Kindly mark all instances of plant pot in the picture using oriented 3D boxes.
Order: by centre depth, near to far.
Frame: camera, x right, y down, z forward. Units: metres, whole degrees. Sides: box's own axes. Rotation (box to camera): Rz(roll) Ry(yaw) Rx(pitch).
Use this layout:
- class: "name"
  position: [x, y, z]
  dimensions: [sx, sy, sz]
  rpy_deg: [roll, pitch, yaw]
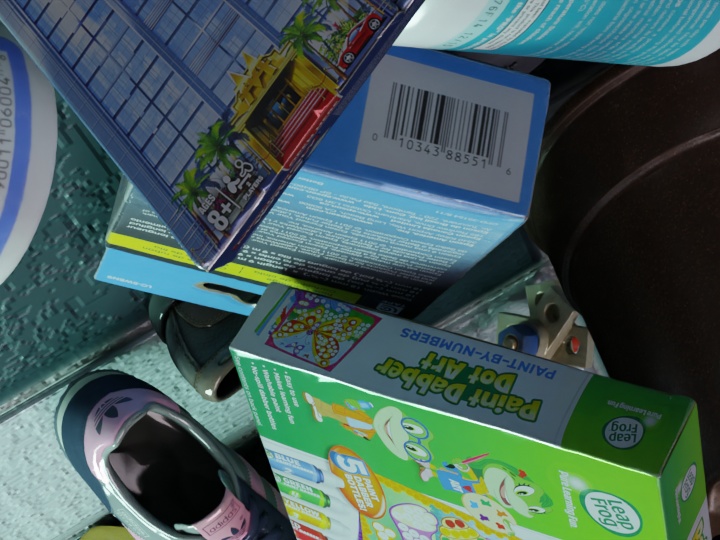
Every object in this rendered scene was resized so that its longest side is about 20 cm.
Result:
- class: "plant pot"
  position: [0.188, 0.023, 0.925]
  dimensions: [0.199, 0.199, 0.201]
  rpy_deg: [-9, 147, -6]

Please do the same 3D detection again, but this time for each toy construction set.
- class: "toy construction set"
  position: [0.036, 0.072, 1.047]
  dimensions: [0.199, 0.132, 0.092]
  rpy_deg: [-10, 159, -34]

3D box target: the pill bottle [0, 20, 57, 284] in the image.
- class: "pill bottle"
  position: [-0.216, -0.052, 0.709]
  dimensions: [0.199, 0.114, 0.114]
  rpy_deg: [6, 132, -40]

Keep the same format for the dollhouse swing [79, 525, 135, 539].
- class: "dollhouse swing"
  position: [-0.055, 0.160, 1.158]
  dimensions: [0.181, 0.177, 0.200]
  rpy_deg: [3, 158, 29]

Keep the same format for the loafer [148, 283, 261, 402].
- class: "loafer"
  position: [0.000, 0.000, 0.971]
  dimensions: [0.199, 0.063, 0.072]
  rpy_deg: [-27, 145, -4]

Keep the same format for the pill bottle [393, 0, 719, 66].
- class: "pill bottle"
  position: [0.085, -0.136, 0.785]
  dimensions: [0.199, 0.111, 0.111]
  rpy_deg: [1, 135, -36]

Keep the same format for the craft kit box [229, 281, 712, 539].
- class: "craft kit box"
  position: [0.055, 0.106, 0.887]
  dimensions: [0.049, 0.196, 0.201]
  rpy_deg: [-59, 149, -34]

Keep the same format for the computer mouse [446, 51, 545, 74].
- class: "computer mouse"
  position: [0.021, -0.064, 0.897]
  dimensions: [0.200, 0.034, 0.058]
  rpy_deg: [-45, 143, 22]

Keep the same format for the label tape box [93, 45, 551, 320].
- class: "label tape box"
  position: [-0.024, -0.036, 0.847]
  dimensions: [0.143, 0.064, 0.200]
  rpy_deg: [14, 162, -11]

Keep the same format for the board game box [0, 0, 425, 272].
- class: "board game box"
  position: [-0.065, -0.140, 0.666]
  dimensions: [0.201, 0.199, 0.062]
  rpy_deg: [-53, 179, 6]

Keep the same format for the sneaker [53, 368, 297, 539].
- class: "sneaker"
  position: [-0.064, 0.129, 0.984]
  dimensions: [0.200, 0.082, 0.070]
  rpy_deg: [41, 80, -17]
